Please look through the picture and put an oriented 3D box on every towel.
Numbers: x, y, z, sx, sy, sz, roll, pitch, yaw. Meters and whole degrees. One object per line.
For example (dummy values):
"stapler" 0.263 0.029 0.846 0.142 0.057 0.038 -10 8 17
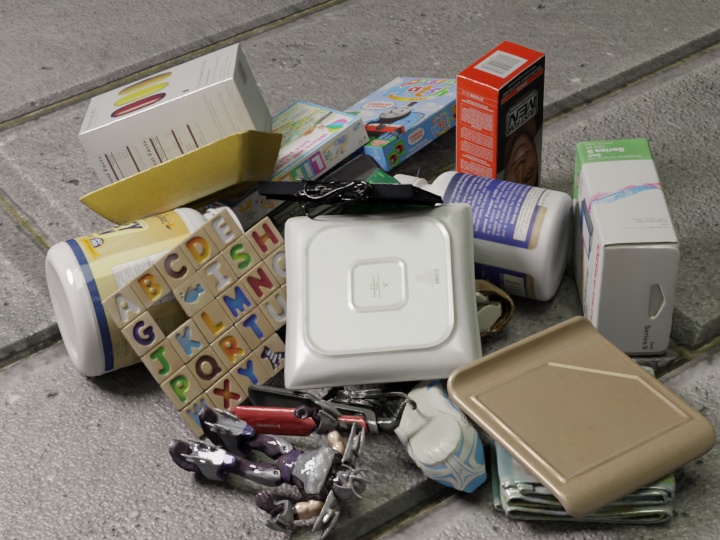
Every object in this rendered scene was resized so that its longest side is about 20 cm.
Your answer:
"towel" 0.210 0.164 1.592 0.169 0.049 0.201 2 37 0

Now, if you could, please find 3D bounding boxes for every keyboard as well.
"keyboard" -0.021 -0.069 1.708 0.198 0.040 0.104 2 -7 33

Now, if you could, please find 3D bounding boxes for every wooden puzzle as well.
"wooden puzzle" 0.208 0.138 1.564 0.184 0.038 0.200 -21 46 -27

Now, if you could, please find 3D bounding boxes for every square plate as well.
"square plate" 0.019 0.019 1.651 0.196 0.029 0.202 -5 59 6

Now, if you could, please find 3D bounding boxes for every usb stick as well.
"usb stick" -0.057 -0.067 1.884 0.199 0.033 0.055 -34 52 -12

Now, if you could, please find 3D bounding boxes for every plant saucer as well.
"plant saucer" -0.186 -0.095 1.811 0.198 0.049 0.200 -21 -1 10

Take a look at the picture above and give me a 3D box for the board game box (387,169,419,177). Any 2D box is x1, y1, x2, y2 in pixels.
"board game box" 0.008 -0.075 1.925 0.156 0.039 0.201 4 37 8

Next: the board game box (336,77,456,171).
"board game box" 0.041 -0.184 2.042 0.150 0.037 0.199 8 33 44

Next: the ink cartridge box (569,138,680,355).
"ink cartridge box" 0.279 -0.026 1.757 0.086 0.147 0.201 -3 37 -2

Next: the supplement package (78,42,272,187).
"supplement package" -0.217 -0.169 1.949 0.198 0.110 0.114 -19 27 9

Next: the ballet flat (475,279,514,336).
"ballet flat" 0.080 0.053 1.705 0.199 0.071 0.065 -21 20 -33

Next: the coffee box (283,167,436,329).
"coffee box" 0.000 0.000 1.742 0.123 0.044 0.200 36 83 37

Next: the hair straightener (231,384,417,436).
"hair straightener" -0.029 0.126 1.617 0.198 0.041 0.077 -4 34 31

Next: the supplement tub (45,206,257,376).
"supplement tub" -0.218 0.017 1.728 0.198 0.146 0.145 -17 39 -19

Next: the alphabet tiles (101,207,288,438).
"alphabet tiles" -0.139 0.042 1.671 0.200 0.168 0.008 -39 10 -24

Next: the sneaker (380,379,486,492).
"sneaker" 0.071 0.152 1.612 0.072 0.073 0.200 -35 27 3

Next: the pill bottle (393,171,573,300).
"pill bottle" 0.125 -0.044 1.810 0.198 0.121 0.120 13 39 17

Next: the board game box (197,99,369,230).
"board game box" -0.105 -0.128 1.952 0.199 0.034 0.134 -37 32 -23

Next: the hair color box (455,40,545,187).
"hair color box" 0.159 -0.147 1.879 0.061 0.202 0.101 24 44 30

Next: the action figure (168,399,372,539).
"action figure" -0.077 0.183 1.556 0.198 0.070 0.131 10 54 28
